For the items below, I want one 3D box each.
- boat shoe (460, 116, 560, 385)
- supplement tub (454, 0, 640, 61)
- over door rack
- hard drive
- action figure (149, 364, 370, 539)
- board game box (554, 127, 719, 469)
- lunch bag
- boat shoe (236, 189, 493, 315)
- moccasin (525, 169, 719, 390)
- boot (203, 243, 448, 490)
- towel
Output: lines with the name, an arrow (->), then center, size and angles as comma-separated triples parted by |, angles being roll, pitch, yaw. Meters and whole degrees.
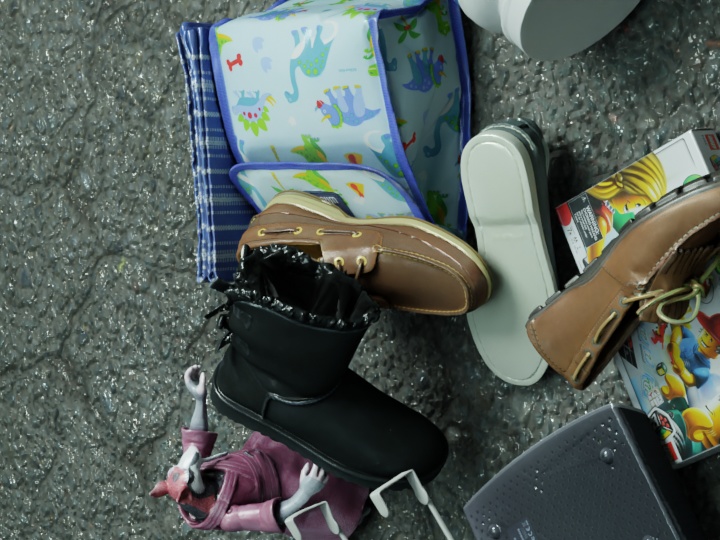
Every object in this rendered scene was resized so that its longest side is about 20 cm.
boat shoe -> 0.115, -0.014, 1.365 | 0.073, 0.062, 0.200 | 6, 118, 28
supplement tub -> 0.098, -0.253, 1.299 | 0.200, 0.145, 0.145 | 52, 125, 27
over door rack -> 0.059, 0.224, 1.370 | 0.200, 0.067, 0.148 | 49, 148, -7
hard drive -> 0.157, 0.182, 1.336 | 0.200, 0.042, 0.135 | -45, 64, 50
action figure -> -0.090, 0.162, 1.476 | 0.134, 0.200, 0.149 | 48, 125, 30
board game box -> 0.220, 0.021, 1.288 | 0.126, 0.035, 0.200 | -32, 73, 40
lunch bag -> -0.009, -0.103, 1.437 | 0.170, 0.127, 0.200 | 4, 112, 39
boat shoe -> 0.000, 0.000, 1.374 | 0.200, 0.068, 0.072 | 16, 131, 30
moccasin -> 0.190, 0.008, 1.243 | 0.201, 0.074, 0.078 | -45, 74, 31
boot -> -0.018, 0.068, 1.365 | 0.198, 0.073, 0.163 | 22, 141, 4
towel -> -0.094, -0.092, 1.494 | 0.024, 0.145, 0.200 | -3, 93, 27
